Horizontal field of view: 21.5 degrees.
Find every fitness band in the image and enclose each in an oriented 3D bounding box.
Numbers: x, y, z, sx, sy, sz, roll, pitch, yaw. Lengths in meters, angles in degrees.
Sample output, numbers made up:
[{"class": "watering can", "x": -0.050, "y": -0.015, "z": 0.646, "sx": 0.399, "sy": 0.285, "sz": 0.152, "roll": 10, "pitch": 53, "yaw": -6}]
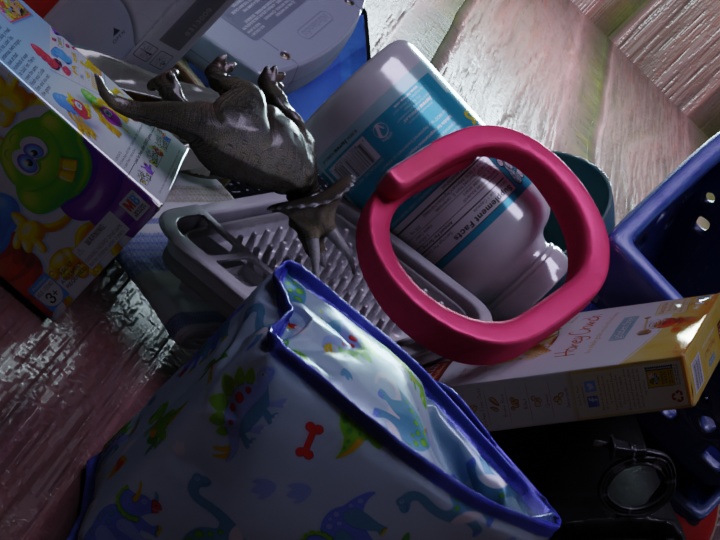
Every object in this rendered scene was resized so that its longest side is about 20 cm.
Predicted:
[{"class": "fitness band", "x": 0.080, "y": -0.017, "z": 1.218, "sx": 0.200, "sy": 0.037, "sz": 0.144, "roll": -31, "pitch": 80, "yaw": -45}]

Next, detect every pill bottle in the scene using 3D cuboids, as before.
[{"class": "pill bottle", "x": 0.056, "y": -0.055, "z": 1.328, "sx": 0.200, "sy": 0.111, "sz": 0.111, "roll": 48, "pitch": 19, "yaw": -1}]

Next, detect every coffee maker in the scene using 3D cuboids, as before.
[{"class": "coffee maker", "x": 0.150, "y": 0.149, "z": 1.260, "sx": 0.134, "sy": 0.193, "sz": 0.200, "roll": 20, "pitch": 25, "yaw": -18}]

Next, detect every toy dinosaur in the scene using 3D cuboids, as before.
[{"class": "toy dinosaur", "x": -0.068, "y": -0.081, "z": 1.133, "sx": 0.200, "sy": 0.077, "sz": 0.102, "roll": 36, "pitch": 11, "yaw": -46}]

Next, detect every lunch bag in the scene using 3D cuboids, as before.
[{"class": "lunch bag", "x": -0.022, "y": 0.124, "z": 0.981, "sx": 0.200, "sy": 0.170, "sz": 0.128, "roll": 40, "pitch": 20, "yaw": -14}]

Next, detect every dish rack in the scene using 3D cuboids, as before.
[{"class": "dish rack", "x": -0.025, "y": 0.015, "z": 1.209, "sx": 0.171, "sy": 0.044, "sz": 0.199, "roll": 37, "pitch": 27, "yaw": 23}]

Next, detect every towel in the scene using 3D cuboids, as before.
[{"class": "towel", "x": -0.118, "y": -0.022, "z": 1.255, "sx": 0.146, "sy": 0.024, "sz": 0.200, "roll": -2, "pitch": 44, "yaw": -50}]

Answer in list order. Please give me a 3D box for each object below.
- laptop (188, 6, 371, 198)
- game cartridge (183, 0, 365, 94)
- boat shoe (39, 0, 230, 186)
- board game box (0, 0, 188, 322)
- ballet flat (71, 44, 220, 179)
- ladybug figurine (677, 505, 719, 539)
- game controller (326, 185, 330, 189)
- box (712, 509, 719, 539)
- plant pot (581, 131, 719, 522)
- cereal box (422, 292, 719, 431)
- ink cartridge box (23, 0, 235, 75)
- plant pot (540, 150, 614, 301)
[{"class": "laptop", "x": -0.032, "y": -0.112, "z": 1.444, "sx": 0.176, "sy": 0.104, "sz": 0.200, "roll": -5, "pitch": 37, "yaw": -33}, {"class": "game cartridge", "x": -0.076, "y": -0.197, "z": 1.428, "sx": 0.133, "sy": 0.041, "sz": 0.200, "roll": 32, "pitch": 36, "yaw": 7}, {"class": "boat shoe", "x": -0.152, "y": -0.137, "z": 1.395, "sx": 0.200, "sy": 0.072, "sz": 0.065, "roll": 45, "pitch": 19, "yaw": 16}, {"class": "board game box", "x": -0.213, "y": -0.086, "z": 1.108, "sx": 0.200, "sy": 0.103, "sz": 0.105, "roll": 42, "pitch": 18, "yaw": -12}, {"class": "ballet flat", "x": -0.157, "y": -0.102, "z": 1.249, "sx": 0.199, "sy": 0.067, "sz": 0.064, "roll": 10, "pitch": 44, "yaw": -37}, {"class": "ladybug figurine", "x": 0.215, "y": 0.146, "z": 1.477, "sx": 0.072, "sy": 0.135, "sz": 0.201, "roll": 101, "pitch": -24, "yaw": -64}, {"class": "game controller", "x": 0.000, "y": 0.000, "z": 1.353, "sx": 0.104, "sy": 0.042, "sz": 0.201, "roll": 33, "pitch": 49, "yaw": -3}, {"class": "box", "x": 0.294, "y": 0.218, "z": 1.543, "sx": 0.200, "sy": 0.075, "sz": 0.100, "roll": 54, "pitch": -14, "yaw": 20}, {"class": "plant pot", "x": 0.257, "y": 0.048, "z": 1.389, "sx": 0.200, "sy": 0.180, "sz": 0.200, "roll": 44, "pitch": 49, "yaw": 10}, {"class": "cereal box", "x": 0.128, "y": 0.062, "z": 1.225, "sx": 0.144, "sy": 0.198, "sz": 0.040, "roll": -39, "pitch": 119, "yaw": -66}, {"class": "ink cartridge box", "x": -0.185, "y": -0.209, "z": 1.330, "sx": 0.047, "sy": 0.160, "sz": 0.201, "roll": 22, "pitch": 30, "yaw": -51}, {"class": "plant pot", "x": 0.112, "y": 0.011, "z": 1.512, "sx": 0.201, "sy": 0.198, "sz": 0.136, "roll": -98, "pitch": 174, "yaw": -60}]
